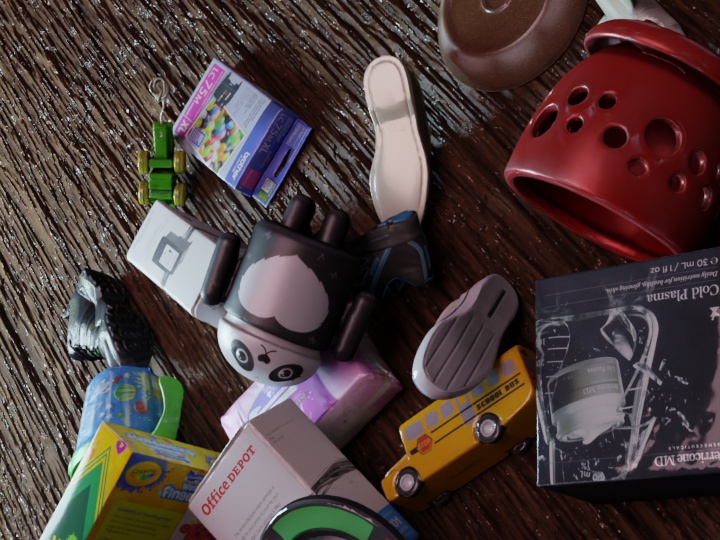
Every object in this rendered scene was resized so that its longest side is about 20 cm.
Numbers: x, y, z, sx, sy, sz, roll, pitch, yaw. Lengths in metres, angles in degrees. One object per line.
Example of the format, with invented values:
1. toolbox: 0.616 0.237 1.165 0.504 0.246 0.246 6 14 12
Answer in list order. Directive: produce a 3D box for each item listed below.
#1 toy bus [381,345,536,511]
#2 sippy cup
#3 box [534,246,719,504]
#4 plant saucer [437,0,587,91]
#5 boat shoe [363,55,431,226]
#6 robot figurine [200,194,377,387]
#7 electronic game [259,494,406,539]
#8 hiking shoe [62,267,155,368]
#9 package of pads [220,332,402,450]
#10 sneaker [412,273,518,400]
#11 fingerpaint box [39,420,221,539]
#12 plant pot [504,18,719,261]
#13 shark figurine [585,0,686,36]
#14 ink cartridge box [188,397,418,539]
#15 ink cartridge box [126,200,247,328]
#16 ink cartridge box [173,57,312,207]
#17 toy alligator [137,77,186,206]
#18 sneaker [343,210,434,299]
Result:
1. toy bus: 0.107 0.165 1.405 0.199 0.065 0.079 -37 54 23
2. sippy cup: -0.283 0.193 1.678 0.176 0.140 0.131 -13 52 7
3. box: 0.271 0.101 1.261 0.198 0.123 0.199 -12 69 35
4. plant saucer: 0.160 -0.301 1.550 0.199 0.037 0.203 -15 64 34
5. boat shoe: 0.048 -0.137 1.561 0.071 0.060 0.205 -7 88 22
6. robot figurine: -0.075 0.023 1.463 0.149 0.124 0.202 24 93 41
7. electronic game: -0.016 0.310 1.336 0.198 0.042 0.203 11 112 28
8. hiking shoe: -0.330 0.090 1.793 0.101 0.075 0.201 -56 40 20
9. package of pads: -0.055 0.147 1.537 0.200 0.075 0.121 -47 48 16
10. sneaker: 0.099 0.078 1.389 0.073 0.200 0.071 47 128 1
11. fingerpaint box: -0.241 0.275 1.559 0.073 0.199 0.168 33 96 42
12. plant pot: 0.261 -0.121 1.299 0.199 0.200 0.184 27 87 41
13. shark figurine: 0.267 -0.321 1.429 0.089 0.216 0.128 -34 11 -21
14. ink cartridge box: -0.061 0.257 1.423 0.200 0.086 0.147 46 124 14
15. ink cartridge box: -0.161 0.008 1.601 0.200 0.144 0.084 32 94 54
16. ink cartridge box: -0.154 -0.177 1.759 0.200 0.042 0.120 39 100 39
17. toy alligator: -0.255 -0.149 1.797 0.058 0.054 0.203 1 100 1
18. sneaker: 0.000 0.000 1.545 0.199 0.073 0.083 -20 97 49
